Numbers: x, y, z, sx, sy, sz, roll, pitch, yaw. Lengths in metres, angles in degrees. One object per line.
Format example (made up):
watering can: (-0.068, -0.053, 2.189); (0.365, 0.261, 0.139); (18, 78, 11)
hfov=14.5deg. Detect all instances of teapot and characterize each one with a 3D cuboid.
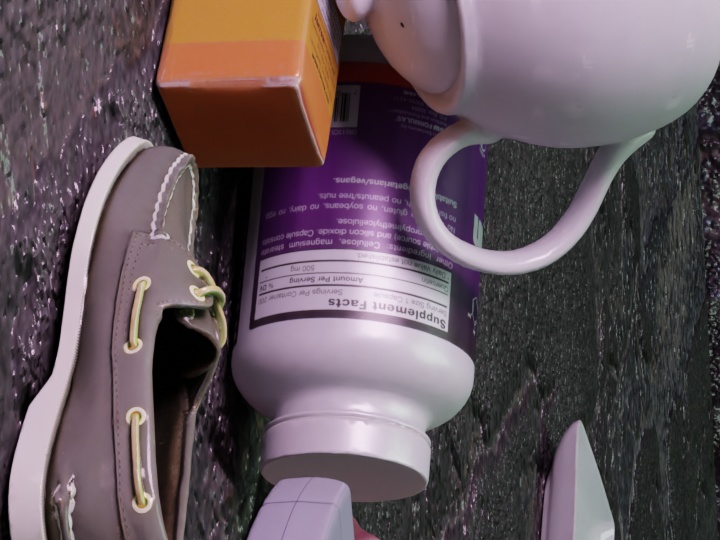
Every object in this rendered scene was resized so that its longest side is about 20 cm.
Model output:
teapot: (0.059, -0.132, 1.226); (0.198, 0.145, 0.201); (97, -28, -58)

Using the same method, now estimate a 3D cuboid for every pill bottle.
pill bottle: (0.000, 0.000, 1.306); (0.113, 0.112, 0.201); (58, 34, -66)

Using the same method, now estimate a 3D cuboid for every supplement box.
supplement box: (-0.039, -0.144, 1.250); (0.069, 0.066, 0.201); (69, 25, -57)

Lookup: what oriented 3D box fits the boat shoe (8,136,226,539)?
boat shoe: (-0.081, 0.032, 1.068); (0.072, 0.060, 0.202); (75, 20, -48)

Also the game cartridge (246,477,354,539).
game cartridge: (-0.027, 0.172, 1.102); (0.200, 0.041, 0.134); (-75, 167, -62)

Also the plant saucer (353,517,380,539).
plant saucer: (-0.015, 0.206, 1.368); (0.200, 0.051, 0.202); (-2, 90, -77)

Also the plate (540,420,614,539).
plate: (0.163, 0.244, 2.167); (0.200, 0.032, 0.201); (66, 27, -58)
